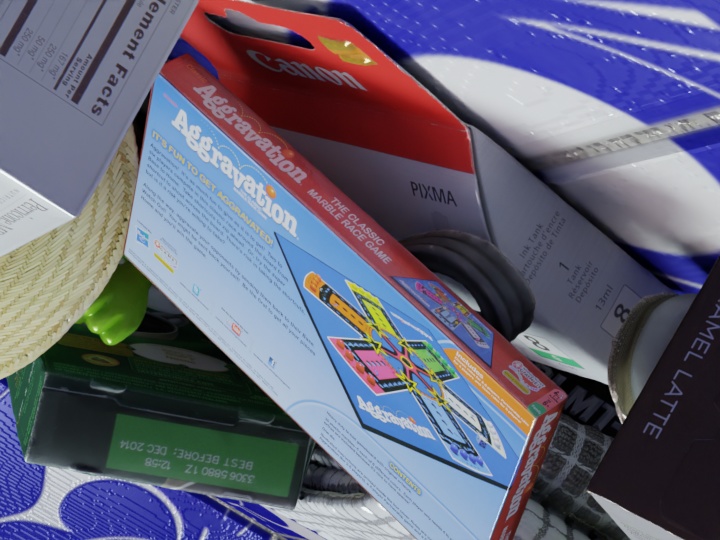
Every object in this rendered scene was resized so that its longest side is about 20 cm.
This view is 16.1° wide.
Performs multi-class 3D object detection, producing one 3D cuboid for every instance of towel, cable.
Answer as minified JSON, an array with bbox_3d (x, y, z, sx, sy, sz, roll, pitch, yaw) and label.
[{"bbox_3d":[0.064,0.101,1.087,0.166,0.086,0.200,31,168,-14],"label":"towel"},{"bbox_3d":[0.000,0.000,0.968,0.200,0.050,0.097,-23,96,55],"label":"cable"}]

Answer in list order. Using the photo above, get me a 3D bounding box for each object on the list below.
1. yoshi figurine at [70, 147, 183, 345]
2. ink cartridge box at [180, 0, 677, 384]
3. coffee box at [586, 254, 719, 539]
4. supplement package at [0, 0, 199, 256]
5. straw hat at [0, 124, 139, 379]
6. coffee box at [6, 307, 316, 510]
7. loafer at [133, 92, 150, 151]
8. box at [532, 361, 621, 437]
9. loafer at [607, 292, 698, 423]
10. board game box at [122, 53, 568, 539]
[{"bbox_3d":[-0.108,-0.002,1.082,0.200,0.112,0.112,24,136,-31],"label":"yoshi figurine"},{"bbox_3d":[0.003,-0.032,0.960,0.200,0.050,0.161,35,169,-37],"label":"ink cartridge box"},{"bbox_3d":[0.159,0.071,0.832,0.080,0.114,0.200,24,169,30],"label":"coffee box"},{"bbox_3d":[-0.170,-0.105,0.865,0.200,0.110,0.114,33,160,-16],"label":"supplement package"},{"bbox_3d":[-0.182,-0.019,0.963,0.201,0.201,0.085,32,-157,-11],"label":"straw hat"},{"bbox_3d":[-0.095,0.047,1.139,0.123,0.044,0.200,12,-168,-15],"label":"coffee box"},{"bbox_3d":[-0.121,-0.050,1.144,0.073,0.071,0.200,22,168,35],"label":"loafer"},{"bbox_3d":[0.115,0.083,1.203,0.198,0.050,0.200,31,169,-10],"label":"box"},{"bbox_3d":[0.139,0.064,0.967,0.070,0.075,0.200,16,164,39],"label":"loafer"},{"bbox_3d":[-0.012,0.018,0.933,0.200,0.019,0.103,43,143,24],"label":"board game box"}]
